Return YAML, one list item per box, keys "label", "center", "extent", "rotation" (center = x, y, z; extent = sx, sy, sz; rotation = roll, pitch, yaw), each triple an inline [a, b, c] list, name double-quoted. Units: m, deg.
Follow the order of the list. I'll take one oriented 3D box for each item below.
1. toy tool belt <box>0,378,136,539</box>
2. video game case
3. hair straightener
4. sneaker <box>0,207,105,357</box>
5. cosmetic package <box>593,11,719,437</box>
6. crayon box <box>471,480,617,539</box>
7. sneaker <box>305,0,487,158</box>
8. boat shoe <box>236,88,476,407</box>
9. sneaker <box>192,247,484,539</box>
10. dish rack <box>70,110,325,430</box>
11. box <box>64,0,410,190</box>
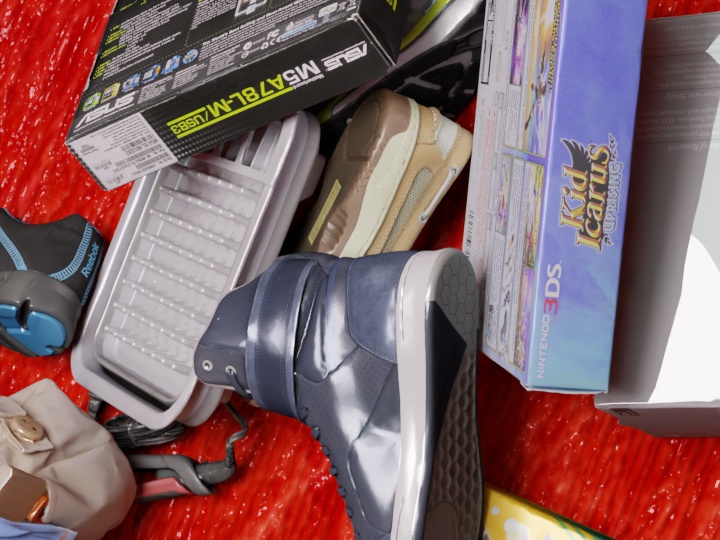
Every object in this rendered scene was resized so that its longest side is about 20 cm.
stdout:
- label: "toy tool belt"
  center: [-0.220, 0.161, 1.279]
  extent: [0.125, 0.123, 0.200]
  rotation: [39, 115, 5]
- label: "video game case"
  center: [0.093, -0.052, 1.153]
  extent: [0.045, 0.181, 0.202]
  rotation: [4, 96, -8]
- label: "hair straightener"
  center: [-0.149, 0.102, 1.331]
  extent: [0.199, 0.041, 0.078]
  rotation: [-14, 73, 29]
- label: "sneaker"
  center: [-0.240, 0.005, 1.396]
  extent: [0.198, 0.073, 0.082]
  rotation: [4, 53, 30]
- label: "cosmetic package"
  center: [0.172, -0.020, 1.164]
  extent: [0.089, 0.107, 0.202]
  rotation: [-5, 78, 23]
- label: "crayon box"
  center: [0.079, 0.186, 1.197]
  extent: [0.199, 0.051, 0.127]
  rotation: [22, 89, 29]
- label: "sneaker"
  center: [0.039, -0.143, 1.286]
  extent: [0.200, 0.074, 0.081]
  rotation: [-43, 53, 6]
- label: "boat shoe"
  center: [0.000, 0.000, 1.266]
  extent: [0.201, 0.076, 0.072]
  rotation: [-59, 25, 25]
- label: "sneaker"
  center: [-0.014, 0.089, 1.185]
  extent: [0.145, 0.077, 0.204]
  rotation: [2, 91, 28]
- label: "dish rack"
  center: [-0.088, -0.012, 1.296]
  extent: [0.171, 0.043, 0.201]
  rotation: [21, 89, 60]
- label: "box"
  center: [-0.058, -0.151, 1.276]
  extent: [0.199, 0.048, 0.194]
  rotation: [-21, 34, 27]
